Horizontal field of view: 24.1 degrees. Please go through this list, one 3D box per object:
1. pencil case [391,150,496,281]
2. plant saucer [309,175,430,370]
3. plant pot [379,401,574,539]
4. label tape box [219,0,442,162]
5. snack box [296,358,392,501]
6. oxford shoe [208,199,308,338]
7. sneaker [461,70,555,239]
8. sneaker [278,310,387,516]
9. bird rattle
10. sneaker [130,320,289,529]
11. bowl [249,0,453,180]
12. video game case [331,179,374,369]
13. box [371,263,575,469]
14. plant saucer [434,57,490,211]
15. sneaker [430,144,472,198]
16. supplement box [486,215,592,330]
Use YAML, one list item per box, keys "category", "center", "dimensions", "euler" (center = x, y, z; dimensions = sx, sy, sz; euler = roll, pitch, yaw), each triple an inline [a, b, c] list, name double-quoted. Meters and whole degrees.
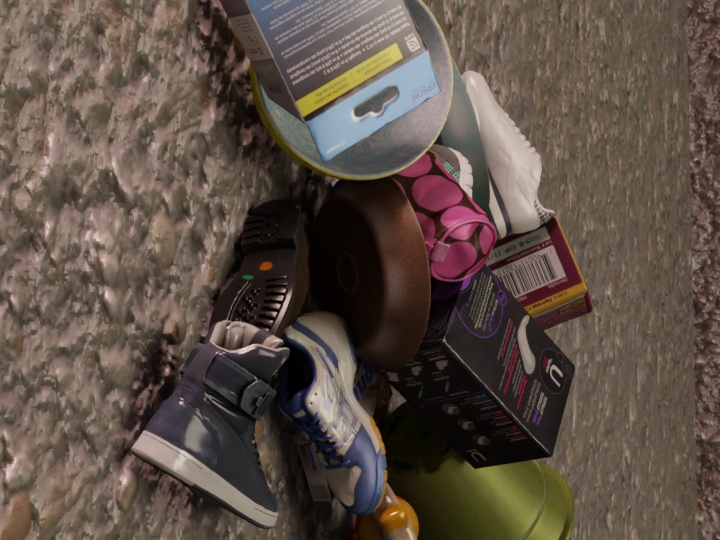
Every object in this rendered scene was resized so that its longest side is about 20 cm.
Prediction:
- category: "pencil case"
  center: [0.045, -0.078, 1.674]
  dimensions: [0.091, 0.200, 0.093]
  euler: [-53, 150, 18]
- category: "plant saucer"
  center: [0.000, 0.000, 1.636]
  dimensions: [0.036, 0.200, 0.202]
  euler: [-9, 98, -31]
- category: "plant pot"
  center: [0.109, 0.236, 1.883]
  dimensions: [0.190, 0.199, 0.201]
  euler: [54, 39, -35]
- category: "label tape box"
  center: [-0.032, -0.218, 1.516]
  dimensions: [0.143, 0.066, 0.201]
  euler: [-32, 109, -20]
- category: "snack box"
  center: [-0.015, 0.152, 1.748]
  dimensions: [0.200, 0.024, 0.072]
  euler: [-56, 136, -55]
- category: "oxford shoe"
  center: [-0.081, 0.033, 1.527]
  dimensions: [0.201, 0.072, 0.085]
  euler: [-70, 152, -42]
- category: "sneaker"
  center: [0.165, -0.141, 1.984]
  dimensions: [0.076, 0.080, 0.201]
  euler: [-132, -155, -79]
- category: "sneaker"
  center: [-0.040, 0.142, 1.612]
  dimensions: [0.088, 0.075, 0.201]
  euler: [-9, 79, -48]
- category: "bird rattle"
  center: [0.038, 0.270, 1.689]
  dimensions: [0.200, 0.112, 0.164]
  euler: [-115, -172, -64]
- category: "sneaker"
  center: [-0.097, 0.129, 1.424]
  dimensions: [0.147, 0.077, 0.202]
  euler: [-62, 150, -14]
- category: "bowl"
  center: [-0.022, -0.180, 1.610]
  dimensions: [0.108, 0.199, 0.202]
  euler: [171, -80, -69]
- category: "video game case"
  center: [0.035, 0.000, 1.826]
  dimensions: [0.181, 0.045, 0.202]
  euler: [-2, 82, -70]
- category: "box"
  center: [0.116, 0.095, 1.736]
  dimensions: [0.200, 0.106, 0.123]
  euler: [47, 47, -30]
- category: "plant saucer"
  center: [0.101, -0.160, 1.966]
  dimensions: [0.201, 0.038, 0.202]
  euler: [163, -90, -84]
- category: "sneaker"
  center: [0.069, -0.079, 1.793]
  dimensions: [0.091, 0.078, 0.201]
  euler: [24, 30, -23]
- category: "supplement box"
  center: [0.208, 0.017, 2.094]
  dimensions: [0.200, 0.130, 0.104]
  euler: [49, 18, -77]
